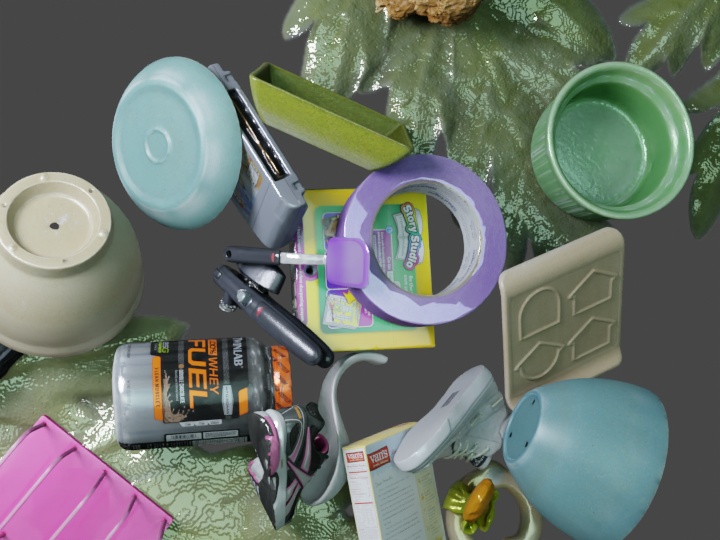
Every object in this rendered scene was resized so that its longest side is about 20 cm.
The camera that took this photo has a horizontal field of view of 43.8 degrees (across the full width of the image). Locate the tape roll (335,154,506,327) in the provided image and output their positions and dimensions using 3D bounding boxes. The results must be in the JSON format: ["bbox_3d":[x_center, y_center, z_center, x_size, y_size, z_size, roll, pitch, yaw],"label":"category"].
[{"bbox_3d":[0.072,-0.034,1.074,0.198,0.066,0.202,1,84,-12],"label":"tape roll"}]

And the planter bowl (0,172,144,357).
[{"bbox_3d":[-0.337,-0.024,0.988,0.199,0.135,0.202,7,59,-13],"label":"planter bowl"}]

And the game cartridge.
[{"bbox_3d":[-0.135,-0.128,1.061,0.041,0.133,0.201,-26,76,-30],"label":"game cartridge"}]

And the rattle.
[{"bbox_3d":[0.199,0.333,1.091,0.130,0.143,0.201,-30,85,-28],"label":"rattle"}]

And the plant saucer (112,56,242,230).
[{"bbox_3d":[-0.225,-0.145,1.038,0.199,0.036,0.202,7,102,31],"label":"plant saucer"}]

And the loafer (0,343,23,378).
[{"bbox_3d":[-0.426,0.082,1.035,0.070,0.068,0.200,45,74,4],"label":"loafer"}]

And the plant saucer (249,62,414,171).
[{"bbox_3d":[-0.039,-0.180,1.072,0.199,0.200,0.048,23,106,-7],"label":"plant saucer"}]

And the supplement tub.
[{"bbox_3d":[-0.182,0.141,1.043,0.198,0.122,0.124,-3,86,-11],"label":"supplement tub"}]

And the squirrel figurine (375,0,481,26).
[{"bbox_3d":[0.090,-0.413,1.132,0.186,0.142,0.201,33,78,0],"label":"squirrel figurine"}]

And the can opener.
[{"bbox_3d":[-0.105,0.049,1.054,0.200,0.063,0.079,43,109,35],"label":"can opener"}]

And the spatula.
[{"bbox_3d":[-0.077,-0.015,1.044,0.198,0.021,0.057,5,95,23],"label":"spatula"}]

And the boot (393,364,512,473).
[{"bbox_3d":[0.124,0.204,1.085,0.200,0.073,0.096,-39,97,-43],"label":"boot"}]

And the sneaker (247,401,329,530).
[{"bbox_3d":[-0.075,0.225,1.028,0.086,0.201,0.081,-17,54,-21],"label":"sneaker"}]

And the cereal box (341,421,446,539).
[{"bbox_3d":[0.047,0.293,1.071,0.039,0.143,0.202,-13,85,33],"label":"cereal box"}]

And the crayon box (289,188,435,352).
[{"bbox_3d":[0.000,0.000,1.119,0.171,0.058,0.202,-2,85,-11],"label":"crayon box"}]

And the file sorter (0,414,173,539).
[{"bbox_3d":[-0.333,0.284,1.003,0.200,0.125,0.139,40,80,-5],"label":"file sorter"}]

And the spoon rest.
[{"bbox_3d":[-0.030,0.187,1.088,0.060,0.099,0.201,28,71,-21],"label":"spoon rest"}]

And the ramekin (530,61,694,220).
[{"bbox_3d":[0.320,-0.160,1.168,0.198,0.098,0.202,1,85,-10],"label":"ramekin"}]

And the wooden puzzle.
[{"bbox_3d":[0.249,0.060,1.129,0.184,0.046,0.201,-22,120,-20],"label":"wooden puzzle"}]

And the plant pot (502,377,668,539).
[{"bbox_3d":[0.251,0.211,1.071,0.134,0.200,0.201,23,82,-10],"label":"plant pot"}]
